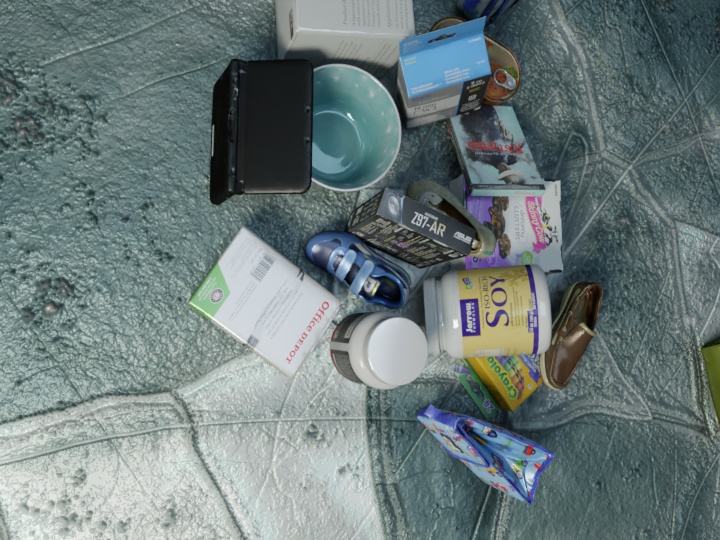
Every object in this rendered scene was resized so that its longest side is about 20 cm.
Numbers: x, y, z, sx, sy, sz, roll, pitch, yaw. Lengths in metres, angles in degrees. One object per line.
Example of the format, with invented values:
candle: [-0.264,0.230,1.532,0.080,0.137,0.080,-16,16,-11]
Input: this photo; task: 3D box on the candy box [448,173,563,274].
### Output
candy box: [0.262,-0.080,1.142,0.195,0.071,0.172,1,85,-16]

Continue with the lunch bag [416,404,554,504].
lunch bag: [0.190,0.278,1.047,0.198,0.150,0.095,36,77,-11]

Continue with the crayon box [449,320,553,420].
crayon box: [0.272,0.157,1.135,0.199,0.051,0.127,-39,96,-16]

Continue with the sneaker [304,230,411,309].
sneaker: [0.000,0.000,1.041,0.197,0.083,0.075,25,113,-11]

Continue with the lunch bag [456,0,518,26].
lunch bag: [0.260,-0.528,1.115,0.160,0.200,0.083,-43,90,-17]

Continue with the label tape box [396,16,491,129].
label tape box: [0.135,-0.315,1.038,0.141,0.200,0.065,-16,80,0]

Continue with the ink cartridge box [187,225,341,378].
ink cartridge box: [-0.151,0.052,0.998,0.199,0.084,0.147,38,76,-11]

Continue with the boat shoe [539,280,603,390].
boat shoe: [0.372,0.108,1.106,0.074,0.075,0.206,26,73,-16]

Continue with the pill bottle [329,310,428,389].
pill bottle: [0.026,0.123,0.985,0.113,0.200,0.119,1,85,-16]

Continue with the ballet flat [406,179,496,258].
ballet flat: [0.145,-0.092,1.064,0.199,0.062,0.068,39,115,26]

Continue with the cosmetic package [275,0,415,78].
cosmetic package: [-0.032,-0.429,1.035,0.195,0.165,0.169,-2,85,-17]

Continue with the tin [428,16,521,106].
tin: [0.206,-0.385,1.171,0.197,0.042,0.114,27,82,-13]

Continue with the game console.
game console: [-0.158,-0.210,0.983,0.114,0.175,0.206,4,83,-27]

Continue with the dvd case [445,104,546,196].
dvd case: [0.235,-0.217,1.127,0.142,0.022,0.204,-1,59,-17]

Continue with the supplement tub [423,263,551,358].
supplement tub: [0.206,0.069,1.048,0.195,0.145,0.149,-5,86,8]

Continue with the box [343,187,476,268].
box: [0.072,-0.061,1.016,0.157,0.200,0.044,23,79,-12]

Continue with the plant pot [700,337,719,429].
plant pot: [0.762,0.216,1.220,0.196,0.201,0.197,-18,78,-17]

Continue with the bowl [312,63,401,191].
bowl: [-0.041,-0.221,1.046,0.196,0.105,0.206,2,84,-17]
